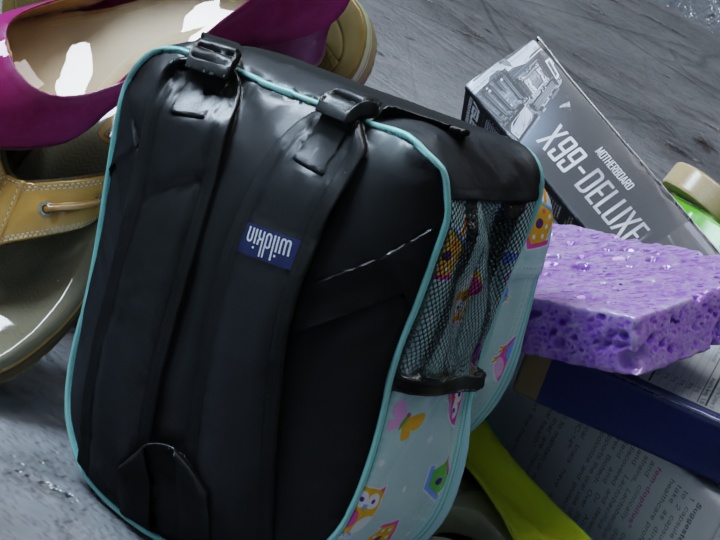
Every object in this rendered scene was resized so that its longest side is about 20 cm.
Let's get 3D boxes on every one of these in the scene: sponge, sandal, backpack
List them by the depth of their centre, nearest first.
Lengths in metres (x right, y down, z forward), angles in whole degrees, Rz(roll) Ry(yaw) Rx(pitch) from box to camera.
[{"bbox_3d":[-0.024,0.021,1.180,0.175,0.201,0.153,21,7,29],"label":"backpack"},{"bbox_3d":[-0.131,-0.038,1.247,0.080,0.200,0.054,30,-22,25],"label":"sandal"},{"bbox_3d":[0.070,0.004,1.277,0.199,0.030,0.111,12,20,38],"label":"sponge"}]

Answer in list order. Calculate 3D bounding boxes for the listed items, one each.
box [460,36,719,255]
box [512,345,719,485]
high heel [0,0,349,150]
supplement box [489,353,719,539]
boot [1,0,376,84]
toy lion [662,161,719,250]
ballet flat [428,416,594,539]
[{"bbox_3d":[0.111,-0.006,1.508,0.158,0.050,0.200,51,-18,19],"label":"box"},{"bbox_3d":[0.174,0.065,1.290,0.199,0.033,0.121,23,19,10],"label":"box"},{"bbox_3d":[-0.100,-0.110,1.214,0.199,0.096,0.068,-15,64,-18],"label":"high heel"},{"bbox_3d":[0.122,0.105,1.343,0.101,0.104,0.200,14,19,-40],"label":"supplement box"},{"bbox_3d":[-0.053,-0.098,1.380,0.199,0.072,0.155,11,-13,32],"label":"boot"},{"bbox_3d":[0.247,0.045,1.525,0.192,0.069,0.200,44,-6,-39],"label":"toy lion"},{"bbox_3d":[0.044,0.105,1.296,0.067,0.067,0.200,-9,35,-30],"label":"ballet flat"}]
